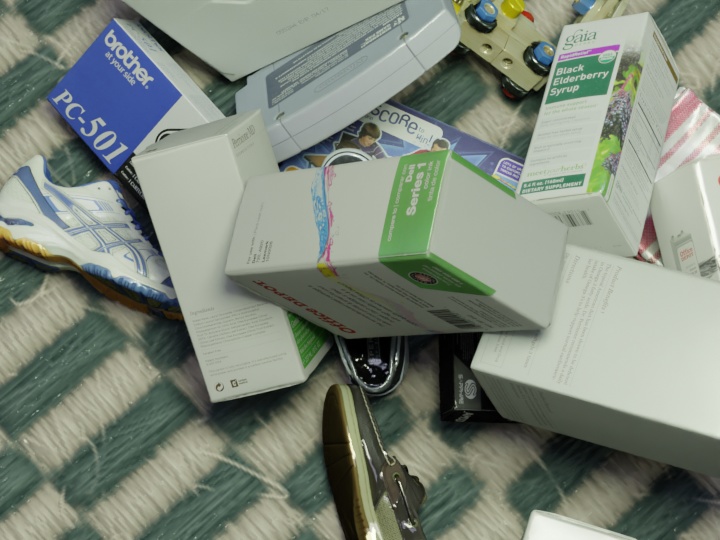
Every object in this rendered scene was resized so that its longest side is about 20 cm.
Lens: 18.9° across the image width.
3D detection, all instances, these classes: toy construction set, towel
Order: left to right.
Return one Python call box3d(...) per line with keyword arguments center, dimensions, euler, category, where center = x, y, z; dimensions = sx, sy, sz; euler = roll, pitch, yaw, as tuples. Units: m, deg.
box3d(center=(0.128, -0.224, 1.827), dimensions=(0.200, 0.092, 0.131), euler=(24, 45, -2), category="toy construction set")
box3d(center=(0.299, -0.044, 1.795), dimensions=(0.200, 0.030, 0.146), euler=(41, 73, 11), category="towel")

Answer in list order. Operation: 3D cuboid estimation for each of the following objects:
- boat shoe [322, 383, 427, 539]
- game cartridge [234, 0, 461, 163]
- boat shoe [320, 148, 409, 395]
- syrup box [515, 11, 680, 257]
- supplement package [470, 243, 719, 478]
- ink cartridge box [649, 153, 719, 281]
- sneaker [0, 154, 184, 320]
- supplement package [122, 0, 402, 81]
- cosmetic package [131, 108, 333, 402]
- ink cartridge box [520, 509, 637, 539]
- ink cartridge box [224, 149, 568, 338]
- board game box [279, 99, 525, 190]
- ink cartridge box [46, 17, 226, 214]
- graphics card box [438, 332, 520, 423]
box3d(center=(0.019, 0.182, 1.674), dimensions=(0.065, 0.073, 0.200), euler=(-11, 83, -18), category="boat shoe")
box3d(center=(-0.011, -0.163, 1.735), dimensions=(0.200, 0.042, 0.133), euler=(-32, 31, 12), category="game cartridge")
box3d(center=(0.000, 0.000, 1.710), dimensions=(0.072, 0.068, 0.200), euler=(-5, 87, 4), category="boat shoe")
box3d(center=(0.190, -0.107, 1.719), dimensions=(0.079, 0.081, 0.200), euler=(-6, 49, 30), category="syrup box")
box3d(center=(0.202, 0.066, 1.595), dimensions=(0.200, 0.117, 0.117), euler=(15, 72, 22), category="supplement package")
box3d(center=(0.326, 0.008, 1.711), dimensions=(0.146, 0.083, 0.200), euler=(-8, 80, -25), category="ink cartridge box")
box3d(center=(-0.200, -0.029, 1.732), dimensions=(0.200, 0.075, 0.088), euler=(24, 73, 5), category="sneaker")
box3d(center=(-0.074, -0.266, 1.734), dimensions=(0.200, 0.156, 0.111), euler=(-23, 53, 29), category="supplement package")
box3d(center=(-0.097, -0.013, 1.665), dimensions=(0.085, 0.108, 0.200), euler=(-13, 103, 16), category="cosmetic package")
box3d(center=(0.135, 0.275, 1.573), dimensions=(0.086, 0.200, 0.148), euler=(16, 69, 3), category="ink cartridge box")
box3d(center=(0.025, -0.015, 1.560), dimensions=(0.200, 0.145, 0.084), euler=(-5, 65, 42), category="ink cartridge box")
box3d(center=(0.035, -0.065, 1.782), dimensions=(0.200, 0.034, 0.135), euler=(25, 70, 5), category="board game box")
box3d(center=(-0.157, -0.103, 1.759), dimensions=(0.094, 0.044, 0.200), euler=(-46, 76, 18), category="ink cartridge box")
box3d(center=(0.162, 0.059, 1.716), dimensions=(0.200, 0.051, 0.126), euler=(2, 75, -14), category="graphics card box")
